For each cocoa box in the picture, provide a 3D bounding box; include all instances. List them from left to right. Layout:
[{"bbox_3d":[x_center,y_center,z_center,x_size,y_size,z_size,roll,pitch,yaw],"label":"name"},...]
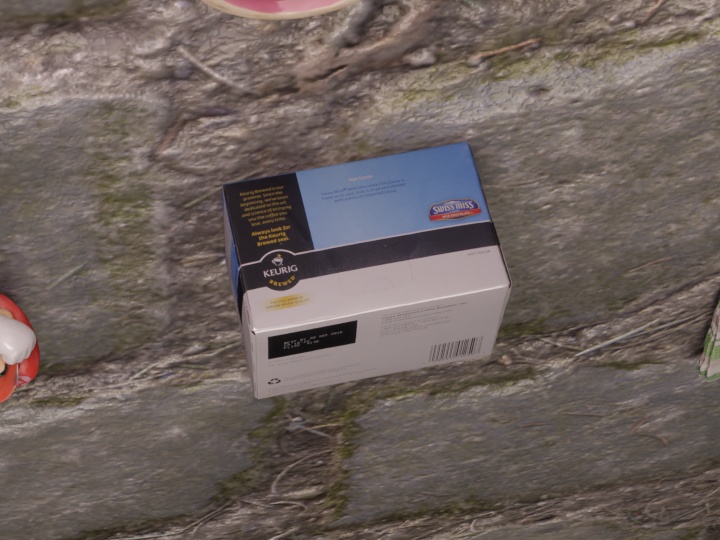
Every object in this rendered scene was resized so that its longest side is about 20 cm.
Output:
[{"bbox_3d":[0.000,0.000,1.374,0.200,0.131,0.133,-10,154,-8],"label":"cocoa box"}]

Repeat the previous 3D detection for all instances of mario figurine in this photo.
[{"bbox_3d":[-0.328,0.058,1.341,0.200,0.123,0.106,25,94,-43],"label":"mario figurine"}]

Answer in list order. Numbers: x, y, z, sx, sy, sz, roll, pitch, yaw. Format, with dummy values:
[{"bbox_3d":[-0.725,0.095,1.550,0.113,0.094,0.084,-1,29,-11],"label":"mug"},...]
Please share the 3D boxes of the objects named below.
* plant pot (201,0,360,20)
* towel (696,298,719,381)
[{"bbox_3d":[-0.043,-0.230,0.848,0.200,0.179,0.200,-11,153,-6],"label":"plant pot"},{"bbox_3d":[0.424,0.044,1.803,0.149,0.031,0.200,-15,152,-5],"label":"towel"}]
